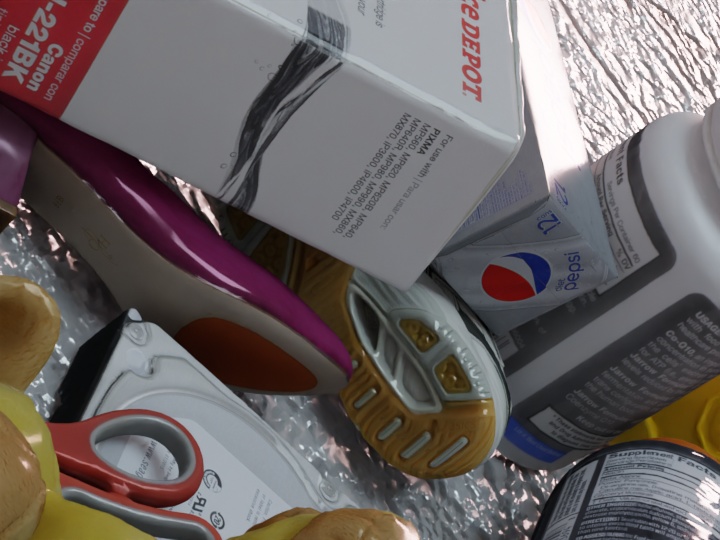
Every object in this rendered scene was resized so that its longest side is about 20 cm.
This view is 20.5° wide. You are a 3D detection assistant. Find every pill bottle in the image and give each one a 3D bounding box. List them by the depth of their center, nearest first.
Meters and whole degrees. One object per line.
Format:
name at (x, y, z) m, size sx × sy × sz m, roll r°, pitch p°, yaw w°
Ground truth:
pill bottle at (0.118, 0.139, 0.843) m, size 0.107 × 0.106 × 0.200 m, roll 52°, pitch 22°, yaw -4°
pill bottle at (0.135, -0.001, 0.915) m, size 0.113 × 0.199 × 0.115 m, roll 33°, pitch 38°, yaw -31°

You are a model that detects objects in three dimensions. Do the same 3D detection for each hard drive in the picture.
hard drive at (-0.040, 0.124, 0.726) m, size 0.200 × 0.038 × 0.140 m, roll 45°, pitch 34°, yaw -18°

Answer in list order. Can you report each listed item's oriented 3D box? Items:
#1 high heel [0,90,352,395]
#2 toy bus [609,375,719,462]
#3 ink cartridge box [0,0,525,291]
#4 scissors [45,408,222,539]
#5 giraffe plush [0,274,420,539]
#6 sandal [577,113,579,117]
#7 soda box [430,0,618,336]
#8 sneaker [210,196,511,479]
high heel at (-0.079, -0.026, 0.778) m, size 0.199 × 0.067 × 0.097 m, roll 32°, pitch 49°, yaw -26°
toy bus at (0.248, 0.081, 1.001) m, size 0.199 × 0.191 × 0.137 m, roll 16°, pitch 47°, yaw -47°
ink cartridge box at (-0.042, -0.101, 0.771) m, size 0.199 × 0.084 × 0.145 m, roll 26°, pitch 34°, yaw -16°
scissors at (-0.133, 0.054, 0.643) m, size 0.198 × 0.014 × 0.074 m, roll 20°, pitch 43°, yaw -23°
giraffe plush at (-0.094, 0.092, 0.566) m, size 0.162 × 0.200 × 0.172 m, roll 49°, pitch 57°, yaw 0°
sandal at (0.083, -0.066, 1.051) m, size 0.075 × 0.045 × 0.200 m, roll 51°, pitch 32°, yaw -6°
soda box at (0.057, -0.074, 0.898) m, size 0.068 × 0.063 × 0.201 m, roll 44°, pitch 28°, yaw -43°
sneaker at (0.000, 0.000, 0.876) m, size 0.201 × 0.075 × 0.088 m, roll 63°, pitch 17°, yaw 8°
